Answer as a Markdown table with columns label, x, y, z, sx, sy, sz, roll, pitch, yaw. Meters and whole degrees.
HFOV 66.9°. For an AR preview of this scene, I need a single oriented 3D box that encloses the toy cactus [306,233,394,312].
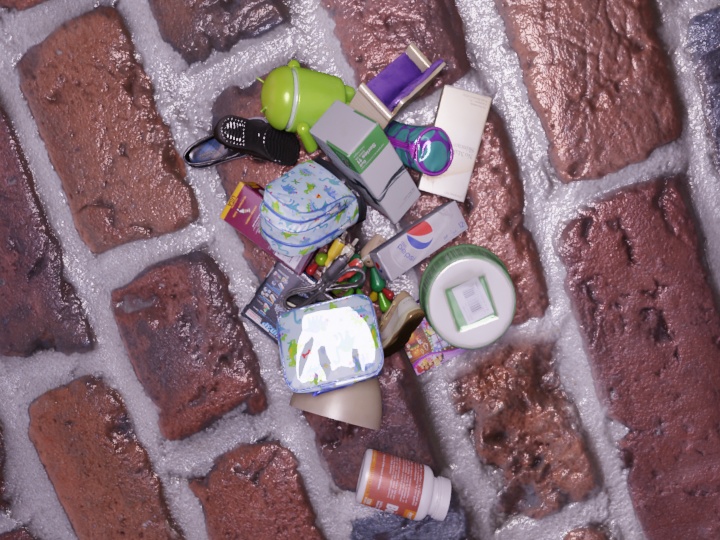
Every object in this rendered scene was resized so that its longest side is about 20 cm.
| label | x | y | z | sx | sy | sz | roll | pitch | yaw |
| --- | --- | --- | --- | --- | --- | --- | --- | --- | --- |
| toy cactus | 0.000 | 0.000 | 1.130 | 0.197 | 0.102 | 0.168 | 32 | 84 | -3 |

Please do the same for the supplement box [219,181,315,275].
| label | x | y | z | sx | sy | sz | roll | pitch | yaw |
| --- | --- | --- | --- | --- | --- | --- | --- | --- | --- |
| supplement box | -0.174 | -0.090 | 1.118 | 0.197 | 0.110 | 0.087 | 35 | 100 | -2 |

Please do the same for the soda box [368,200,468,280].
| label | x | y | z | sx | sy | sz | roll | pitch | yaw |
| --- | --- | --- | --- | --- | --- | --- | --- | --- | --- |
| soda box | 0.116 | -0.060 | 1.092 | 0.197 | 0.068 | 0.065 | -33 | 99 | -11 |

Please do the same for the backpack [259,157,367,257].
| label | x | y | z | sx | sy | sz | roll | pitch | yaw |
| --- | --- | --- | --- | --- | --- | --- | --- | --- | --- |
| backpack | -0.100 | -0.116 | 1.007 | 0.163 | 0.155 | 0.199 | 41 | 67 | 18 |

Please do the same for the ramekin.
| label | x | y | z | sx | sy | sz | roll | pitch | yaw |
| --- | --- | --- | --- | --- | --- | --- | --- | --- | --- |
| ramekin | 0.213 | 0.055 | 1.078 | 0.192 | 0.098 | 0.208 | 1 | 98 | 5 |

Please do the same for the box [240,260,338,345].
| label | x | y | z | sx | sy | sz | roll | pitch | yaw |
| --- | --- | --- | --- | --- | --- | --- | --- | --- | --- |
| box | -0.137 | 0.089 | 1.174 | 0.198 | 0.046 | 0.161 | 38 | 99 | -2 |

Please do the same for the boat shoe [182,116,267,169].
| label | x | y | z | sx | sy | sz | roll | pitch | yaw |
| --- | --- | --- | --- | --- | --- | --- | --- | --- | --- |
| boat shoe | -0.277 | -0.263 | 1.122 | 0.193 | 0.066 | 0.072 | -17 | 98 | 6 |

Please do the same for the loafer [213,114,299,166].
| label | x | y | z | sx | sy | sz | roll | pitch | yaw |
| --- | --- | --- | --- | --- | --- | --- | --- | --- | --- |
| loafer | -0.206 | -0.261 | 1.082 | 0.070 | 0.196 | 0.076 | 13 | 90 | 45 |

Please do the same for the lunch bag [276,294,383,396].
| label | x | y | z | sx | sy | sz | roll | pitch | yaw |
| --- | --- | --- | --- | --- | --- | --- | --- | --- | --- |
| lunch bag | -0.057 | 0.143 | 1.027 | 0.193 | 0.083 | 0.166 | -13 | 76 | -2 |

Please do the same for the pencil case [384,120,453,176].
| label | x | y | z | sx | sy | sz | roll | pitch | yaw |
| --- | --- | --- | --- | --- | --- | --- | --- | --- | --- |
| pencil case | 0.095 | -0.234 | 1.031 | 0.089 | 0.200 | 0.088 | 3 | 106 | -24 |

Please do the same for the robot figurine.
| label | x | y | z | sx | sy | sz | roll | pitch | yaw |
| --- | --- | --- | --- | --- | --- | --- | --- | --- | --- |
| robot figurine | -0.104 | -0.325 | 1.052 | 0.194 | 0.116 | 0.181 | 1 | 64 | -27 |

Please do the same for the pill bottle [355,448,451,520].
| label | x | y | z | sx | sy | sz | roll | pitch | yaw |
| --- | --- | --- | --- | --- | --- | --- | --- | --- | --- |
| pill bottle | 0.092 | 0.470 | 1.181 | 0.193 | 0.112 | 0.116 | 15 | 99 | 2 |

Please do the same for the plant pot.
| label | x | y | z | sx | sy | sz | roll | pitch | yaw |
| --- | --- | --- | --- | --- | --- | --- | --- | --- | --- |
| plant pot | -0.038 | 0.237 | 1.131 | 0.193 | 0.201 | 0.139 | 14 | 76 | 2 |

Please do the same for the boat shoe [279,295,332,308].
| label | x | y | z | sx | sy | sz | roll | pitch | yaw |
| --- | --- | --- | --- | --- | --- | --- | --- | --- | --- |
| boat shoe | -0.072 | 0.095 | 1.119 | 0.196 | 0.074 | 0.064 | 24 | 68 | 7 |

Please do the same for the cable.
| label | x | y | z | sx | sy | sz | roll | pitch | yaw |
| --- | --- | --- | --- | --- | --- | --- | --- | --- | --- |
| cable | -0.066 | 0.022 | 1.075 | 0.199 | 0.051 | 0.097 | -42 | 101 | 12 |

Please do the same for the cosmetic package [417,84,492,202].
| label | x | y | z | sx | sy | sz | roll | pitch | yaw |
| --- | --- | --- | --- | --- | --- | --- | --- | --- | --- |
| cosmetic package | 0.185 | -0.250 | 1.090 | 0.100 | 0.073 | 0.207 | 13 | 98 | 2 |

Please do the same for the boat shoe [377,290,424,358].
| label | x | y | z | sx | sy | sz | roll | pitch | yaw |
| --- | --- | --- | --- | --- | --- | --- | --- | --- | --- |
| boat shoe | 0.066 | 0.116 | 1.114 | 0.068 | 0.072 | 0.202 | 62 | 141 | 26 |

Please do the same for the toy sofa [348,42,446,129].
| label | x | y | z | sx | sy | sz | roll | pitch | yaw |
| --- | --- | --- | --- | --- | --- | --- | --- | --- | --- |
| toy sofa | 0.071 | -0.349 | 1.017 | 0.083 | 0.097 | 0.201 | 43 | 54 | -3 |

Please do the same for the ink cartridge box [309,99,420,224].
| label | x | y | z | sx | sy | sz | roll | pitch | yaw |
| --- | --- | --- | --- | --- | --- | --- | --- | --- | --- |
| ink cartridge box | 0.012 | -0.200 | 1.021 | 0.083 | 0.146 | 0.200 | -46 | 136 | -4 |

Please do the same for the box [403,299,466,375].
| label | x | y | z | sx | sy | sz | roll | pitch | yaw |
| --- | --- | --- | --- | --- | --- | --- | --- | --- | --- |
| box | 0.177 | 0.114 | 1.159 | 0.196 | 0.039 | 0.140 | -28 | 95 | 7 |
